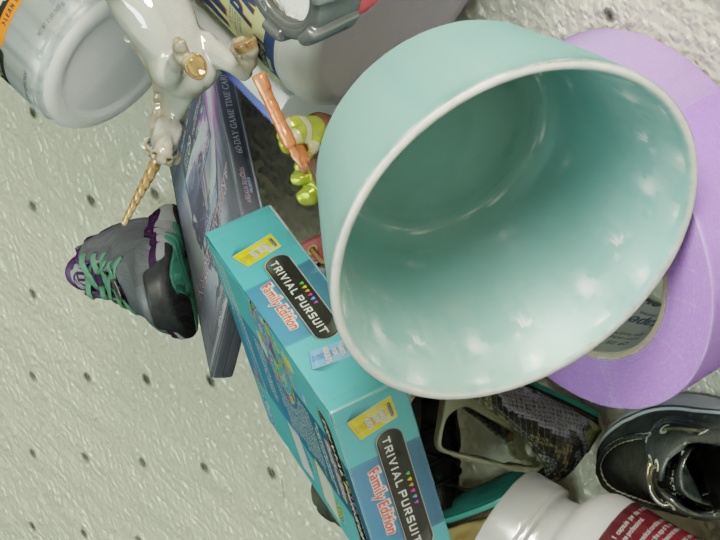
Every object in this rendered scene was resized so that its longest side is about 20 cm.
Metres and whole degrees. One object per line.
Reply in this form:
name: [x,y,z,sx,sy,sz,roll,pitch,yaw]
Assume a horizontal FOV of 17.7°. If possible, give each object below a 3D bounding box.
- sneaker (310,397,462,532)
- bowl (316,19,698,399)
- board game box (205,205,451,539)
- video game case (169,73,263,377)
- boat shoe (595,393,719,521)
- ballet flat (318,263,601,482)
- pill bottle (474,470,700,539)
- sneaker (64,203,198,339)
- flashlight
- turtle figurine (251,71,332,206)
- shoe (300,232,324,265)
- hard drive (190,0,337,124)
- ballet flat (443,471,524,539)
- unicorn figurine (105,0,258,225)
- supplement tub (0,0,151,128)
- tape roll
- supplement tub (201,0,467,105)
sneaker: [0.036,0.101,1.455,0.091,0.076,0.201,50,136,41]
bowl: [0.057,-0.044,1.161,0.105,0.200,0.201,-125,29,-45]
board game box: [-0.017,0.075,1.344,0.200,0.047,0.151,51,163,51]
video game case: [-0.095,-0.052,1.515,0.143,0.019,0.201,107,157,-46]
boat shoe: [0.192,0.108,1.296,0.200,0.057,0.069,-11,104,55]
ballet flat: [0.048,0.068,1.369,0.200,0.072,0.072,31,146,-9]
pill bottle: [0.161,0.199,1.314,0.200,0.113,0.113,30,137,18]
sneaker: [-0.159,0.010,1.587,0.200,0.087,0.075,-107,3,-78]
flashlight: [0.032,-0.177,1.180,0.068,0.200,0.068,39,140,30]
turtle figurine: [0.008,-0.047,1.304,0.200,0.064,0.161,40,170,-12]
shoe: [0.000,0.000,1.444,0.200,0.091,0.072,-29,90,56]
hard drive: [-0.072,-0.161,1.395,0.200,0.132,0.025,46,118,23]
ballet flat: [0.065,0.174,1.508,0.063,0.069,0.200,52,149,-12]
unicorn figurine: [-0.114,-0.131,1.297,0.137,0.074,0.201,4,113,69]
supplement tub: [-0.227,-0.199,1.580,0.200,0.122,0.123,42,142,27]
tape roll: [0.137,-0.028,1.269,0.200,0.066,0.201,33,137,37]
supplement tub: [-0.042,-0.206,1.308,0.200,0.145,0.145,45,143,23]
